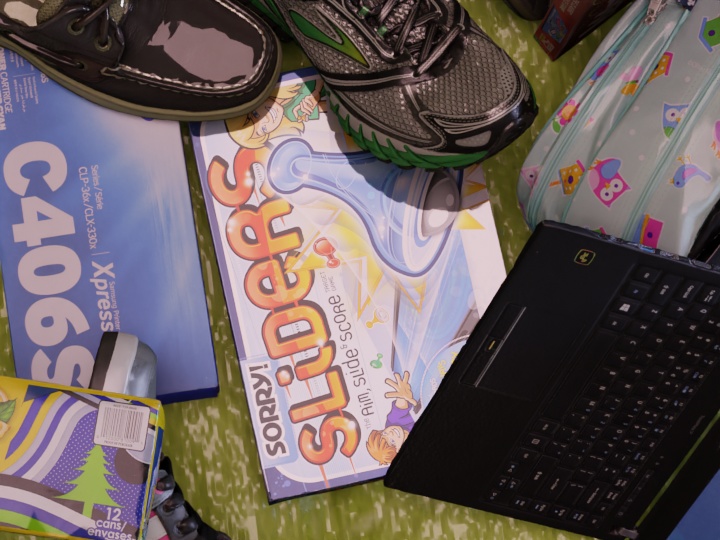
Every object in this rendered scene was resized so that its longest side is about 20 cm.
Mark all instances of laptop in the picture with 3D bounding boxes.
[{"bbox_3d":[0.136,0.094,1.022,0.200,0.177,0.103,15,40,-17],"label":"laptop"}]

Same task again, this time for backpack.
[{"bbox_3d":[0.168,-0.070,1.079,0.127,0.167,0.200,33,83,27],"label":"backpack"}]

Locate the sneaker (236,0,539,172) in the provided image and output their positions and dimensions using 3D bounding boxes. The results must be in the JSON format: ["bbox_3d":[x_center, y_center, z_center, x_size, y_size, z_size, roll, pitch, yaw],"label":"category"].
[{"bbox_3d":[0.000,-0.120,1.071,0.078,0.085,0.200,-40,64,-19],"label":"sneaker"}]

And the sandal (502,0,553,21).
[{"bbox_3d":[0.032,-0.193,1.096,0.201,0.057,0.080,38,60,-34],"label":"sandal"}]

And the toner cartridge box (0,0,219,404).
[{"bbox_3d":[-0.127,-0.033,1.110,0.095,0.043,0.200,-9,82,-4],"label":"toner cartridge box"}]

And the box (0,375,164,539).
[{"bbox_3d":[-0.184,0.071,0.968,0.200,0.070,0.064,9,83,-3],"label":"box"}]

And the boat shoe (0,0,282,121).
[{"bbox_3d":[-0.133,-0.125,1.067,0.201,0.066,0.072,22,81,1],"label":"boat shoe"}]

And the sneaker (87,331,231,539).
[{"bbox_3d":[-0.073,0.129,1.054,0.121,0.084,0.200,4,106,-3],"label":"sneaker"}]

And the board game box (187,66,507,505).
[{"bbox_3d":[0.000,0.000,1.113,0.135,0.034,0.200,-13,82,-4],"label":"board game box"}]

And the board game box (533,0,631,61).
[{"bbox_3d":[0.135,-0.152,1.055,0.103,0.200,0.019,-37,86,-6],"label":"board game box"}]
